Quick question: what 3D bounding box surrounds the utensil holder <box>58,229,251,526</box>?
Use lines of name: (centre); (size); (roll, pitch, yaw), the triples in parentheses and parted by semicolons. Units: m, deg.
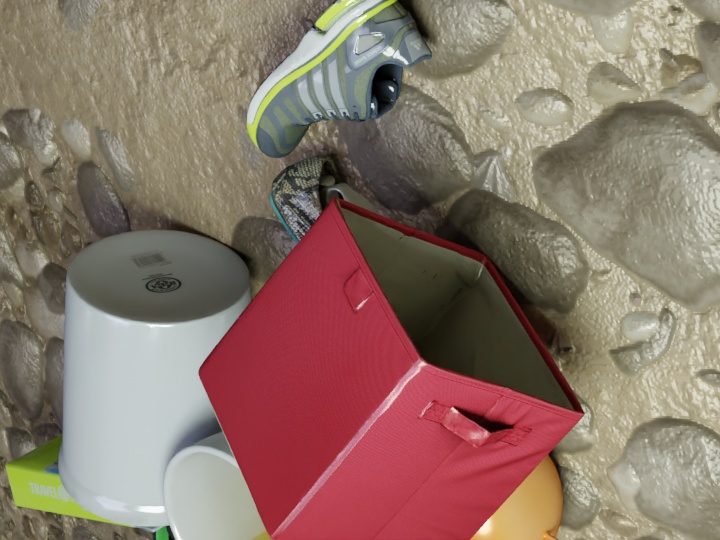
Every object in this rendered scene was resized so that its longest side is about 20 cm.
utensil holder: (-0.175, 0.090, 1.662); (0.169, 0.169, 0.201); (27, 127, 31)

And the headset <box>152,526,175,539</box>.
headset: (-0.152, 0.276, 1.787); (0.199, 0.093, 0.125); (-4, 100, 59)

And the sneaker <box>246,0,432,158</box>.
sneaker: (-0.019, -0.137, 1.457); (0.081, 0.074, 0.200); (50, 139, 6)

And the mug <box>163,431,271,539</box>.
mug: (-0.060, 0.197, 1.619); (0.149, 0.153, 0.188); (21, 126, 34)

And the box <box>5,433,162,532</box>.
box: (-0.221, 0.186, 1.792); (0.199, 0.122, 0.048); (3, 113, 43)

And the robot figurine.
robot figurine: (0.076, 0.184, 1.509); (0.116, 0.145, 0.199); (33, 151, -34)

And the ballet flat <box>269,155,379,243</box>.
ballet flat: (0.000, 0.000, 1.524); (0.075, 0.068, 0.201); (-28, 89, 32)

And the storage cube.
storage cube: (0.018, 0.088, 1.390); (0.180, 0.170, 0.201); (-50, 44, 23)
